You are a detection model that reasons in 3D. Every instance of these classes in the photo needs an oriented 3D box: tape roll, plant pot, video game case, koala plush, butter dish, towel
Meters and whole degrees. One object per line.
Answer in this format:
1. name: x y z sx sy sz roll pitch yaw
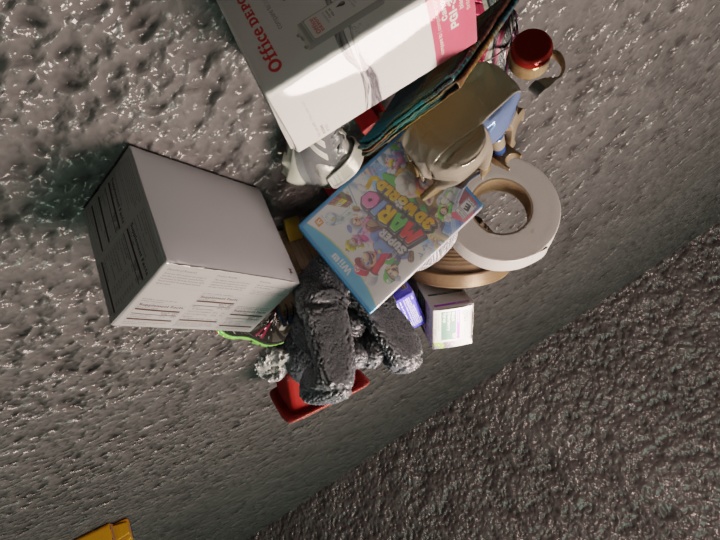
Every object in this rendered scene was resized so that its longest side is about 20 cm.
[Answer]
1. tape roll: 0.232 -0.098 0.934 0.198 0.206 0.037 -25 156 -7
2. plant pot: 0.180 -0.048 1.047 0.196 0.199 0.096 -15 112 -27
3. video game case: 0.038 -0.067 0.708 0.199 0.144 0.018 -42 176 -6
4. koala plush: -0.047 0.096 0.773 0.173 0.188 0.200 -13 160 -35
5. butter dish: -0.107 0.201 1.194 0.195 0.152 0.199 -22 -166 -17
6. towel: 0.077 -0.209 0.605 0.149 0.022 0.199 -58 -163 -21

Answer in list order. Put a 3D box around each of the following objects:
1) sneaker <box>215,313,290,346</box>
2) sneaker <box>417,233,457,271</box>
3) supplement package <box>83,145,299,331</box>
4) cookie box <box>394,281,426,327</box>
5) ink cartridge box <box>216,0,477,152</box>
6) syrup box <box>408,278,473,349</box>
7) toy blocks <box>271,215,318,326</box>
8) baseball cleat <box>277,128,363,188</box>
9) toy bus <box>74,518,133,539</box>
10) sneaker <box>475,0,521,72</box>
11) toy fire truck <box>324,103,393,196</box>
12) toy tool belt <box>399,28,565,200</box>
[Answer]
1. sneaker: -0.170 0.082 0.979 0.083 0.078 0.198 -37 155 25
2. sneaker: 0.052 -0.049 0.803 0.196 0.115 0.076 -24 115 29
3. supplement package: -0.195 -0.027 0.664 0.110 0.159 0.198 -39 153 24
4. cookie box: 0.003 0.081 1.052 0.196 0.172 0.077 -28 114 0
5. ink cartridge box: -0.015 -0.227 0.507 0.196 0.149 0.083 -30 153 1
6. syrup box: 0.144 0.056 1.054 0.079 0.201 0.081 -7 116 -6
7. toy blocks: -0.115 0.015 0.846 0.195 0.139 0.101 -20 154 -18
8. baseball cleat: -0.039 -0.170 0.655 0.103 0.072 0.201 11 153 -9
9. toy bus: -0.775 0.800 1.639 0.195 0.066 0.079 -23 152 -14
10. sneaker: 0.164 -0.272 0.694 0.073 0.082 0.201 -30 154 -1
11. toy fire truck: 0.016 -0.148 0.795 0.140 0.049 0.198 -41 153 18
12. toy tool belt: 0.138 -0.172 0.652 0.199 0.125 0.123 -42 160 -3
